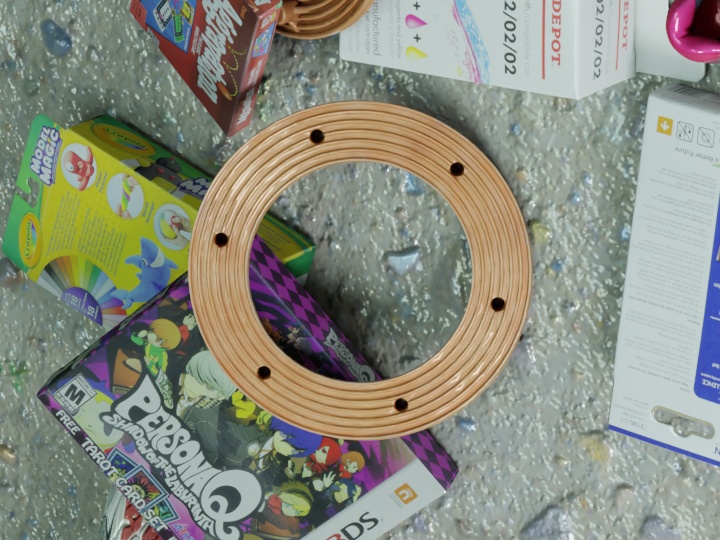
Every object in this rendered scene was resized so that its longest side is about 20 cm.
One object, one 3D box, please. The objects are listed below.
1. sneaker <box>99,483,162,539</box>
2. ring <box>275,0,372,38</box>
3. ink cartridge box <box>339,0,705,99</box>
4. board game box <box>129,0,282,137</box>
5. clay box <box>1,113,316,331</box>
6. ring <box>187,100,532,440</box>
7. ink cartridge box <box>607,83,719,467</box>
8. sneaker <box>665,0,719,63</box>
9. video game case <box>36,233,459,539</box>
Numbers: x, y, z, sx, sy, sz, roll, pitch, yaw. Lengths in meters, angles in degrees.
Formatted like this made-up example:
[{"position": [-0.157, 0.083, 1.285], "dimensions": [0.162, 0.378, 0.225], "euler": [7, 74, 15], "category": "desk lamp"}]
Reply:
[{"position": [-0.167, 0.215, 1.785], "dimensions": [0.082, 0.078, 0.200], "euler": [27, 119, 28], "category": "sneaker"}, {"position": [-0.051, -0.225, 1.502], "dimensions": [0.200, 0.019, 0.201], "euler": [30, 130, 43], "category": "ring"}, {"position": [0.087, -0.162, 1.483], "dimensions": [0.200, 0.068, 0.115], "euler": [12, 112, 33], "category": "ink cartridge box"}, {"position": [-0.092, -0.152, 1.573], "dimensions": [0.103, 0.019, 0.200], "euler": [51, 164, 9], "category": "board game box"}, {"position": [-0.130, -0.013, 1.702], "dimensions": [0.200, 0.048, 0.115], "euler": [33, 122, 23], "category": "clay box"}, {"position": [0.000, 0.000, 1.577], "dimensions": [0.200, 0.019, 0.201], "euler": [0, 101, 3], "category": "ring"}, {"position": [0.192, 0.005, 1.483], "dimensions": [0.095, 0.037, 0.200], "euler": [18, 112, 30], "category": "ink cartridge box"}, {"position": [0.243, -0.156, 1.368], "dimensions": [0.200, 0.075, 0.081], "euler": [-34, 84, 37], "category": "sneaker"}, {"position": [-0.070, 0.098, 1.655], "dimensions": [0.181, 0.036, 0.200], "euler": [-36, 99, 28], "category": "video game case"}]
